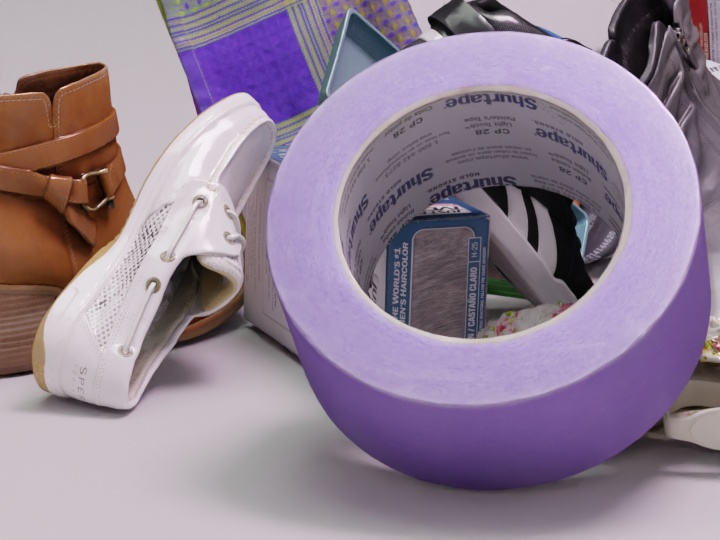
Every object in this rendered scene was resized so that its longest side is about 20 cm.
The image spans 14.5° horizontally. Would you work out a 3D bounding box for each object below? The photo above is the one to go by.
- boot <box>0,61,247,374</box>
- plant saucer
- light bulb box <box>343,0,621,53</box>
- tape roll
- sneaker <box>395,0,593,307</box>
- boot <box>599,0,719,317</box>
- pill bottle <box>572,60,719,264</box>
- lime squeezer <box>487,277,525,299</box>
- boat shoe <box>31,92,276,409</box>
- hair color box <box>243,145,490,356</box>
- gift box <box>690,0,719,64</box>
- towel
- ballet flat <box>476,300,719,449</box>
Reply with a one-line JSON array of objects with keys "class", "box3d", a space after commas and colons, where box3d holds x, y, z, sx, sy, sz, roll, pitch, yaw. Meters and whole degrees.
[{"class": "boot", "box3d": [-0.137, -0.037, 1.529, 0.074, 0.155, 0.200, 12, 19, 42]}, {"class": "plant saucer", "box3d": [0.052, -0.059, 1.562, 0.019, 0.200, 0.070, -28, 34, 39]}, {"class": "light bulb box", "box3d": [0.047, -0.136, 1.750, 0.198, 0.125, 0.200, -18, -13, -27]}, {"class": "tape roll", "box3d": [0.060, -0.006, 1.311, 0.200, 0.200, 0.085, 2, -29, 11]}, {"class": "sneaker", "box3d": [0.096, -0.060, 1.493, 0.112, 0.200, 0.073, -44, 33, -4]}, {"class": "boot", "box3d": [0.152, -0.044, 1.418, 0.070, 0.132, 0.200, -16, 40, 22]}, {"class": "pill bottle", "box3d": [0.151, -0.063, 1.712, 0.106, 0.106, 0.200, 12, 19, 40]}, {"class": "lime squeezer", "box3d": [0.013, -0.003, 1.628, 0.200, 0.038, 0.071, 7, 17, 32]}, {"class": "boat shoe", "box3d": [-0.089, -0.005, 1.473, 0.069, 0.071, 0.200, 22, 62, 22]}, {"class": "hair color box", "box3d": [0.000, 0.000, 1.489, 0.060, 0.100, 0.200, -3, 15, -21]}, {"class": "gift box", "box3d": [0.248, -0.139, 1.874, 0.200, 0.185, 0.187, 7, 24, 21]}, {"class": "towel", "box3d": [-0.028, -0.105, 1.614, 0.143, 0.200, 0.023, -21, -10, 12]}, {"class": "ballet flat", "box3d": [0.141, 0.054, 1.342, 0.200, 0.076, 0.064, 1, 34, 22]}]
